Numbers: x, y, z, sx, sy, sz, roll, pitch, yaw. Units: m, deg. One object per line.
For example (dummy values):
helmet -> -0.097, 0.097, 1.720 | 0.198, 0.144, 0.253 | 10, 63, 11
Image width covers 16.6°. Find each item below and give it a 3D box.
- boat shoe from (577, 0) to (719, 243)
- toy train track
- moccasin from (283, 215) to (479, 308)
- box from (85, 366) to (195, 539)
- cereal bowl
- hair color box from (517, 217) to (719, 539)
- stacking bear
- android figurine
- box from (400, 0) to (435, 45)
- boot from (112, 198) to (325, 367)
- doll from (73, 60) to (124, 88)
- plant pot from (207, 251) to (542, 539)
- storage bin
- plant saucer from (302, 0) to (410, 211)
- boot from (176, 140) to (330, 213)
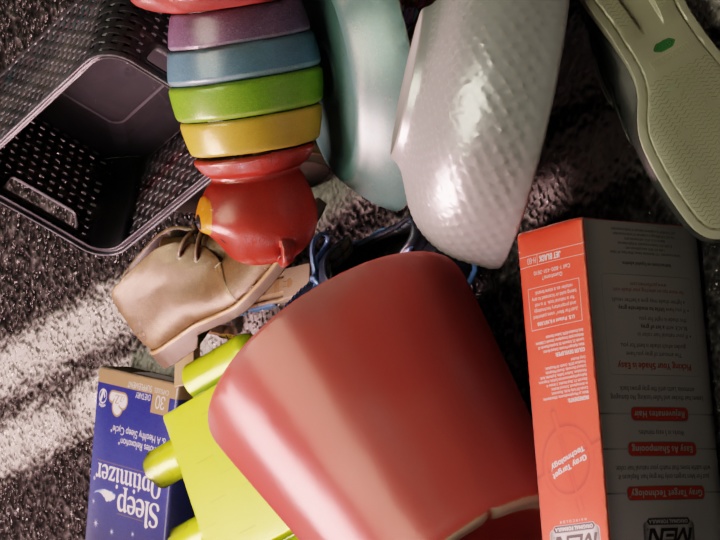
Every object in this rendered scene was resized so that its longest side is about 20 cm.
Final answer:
boat shoe -> 0.184, -0.103, 1.472 | 0.068, 0.071, 0.201 | 87, 162, -68
toy train track -> -0.093, 0.026, 1.852 | 0.199, 0.032, 0.116 | -15, 69, 46
moccasin -> 0.000, 0.000, 1.685 | 0.200, 0.068, 0.081 | -34, 46, 43
box -> -0.172, 0.182, 1.944 | 0.121, 0.032, 0.202 | 7, 95, 53
cereal bowl -> 0.068, -0.107, 1.520 | 0.200, 0.083, 0.202 | -167, 90, -88
hair color box -> 0.154, 0.075, 1.455 | 0.061, 0.101, 0.202 | -16, 75, 49
stacking bear -> -0.077, -0.102, 1.661 | 0.121, 0.113, 0.202 | -169, 69, -66
android figurine -> -0.073, 0.137, 1.784 | 0.199, 0.041, 0.183 | -32, 71, 35
box -> 0.060, -0.239, 1.652 | 0.200, 0.039, 0.137 | -53, 48, 37
boot -> -0.106, -0.006, 1.774 | 0.076, 0.074, 0.200 | 47, 127, -9
doll -> -0.165, -0.165, 1.887 | 0.049, 0.136, 0.200 | 56, 153, 4
plant pot -> 0.028, 0.118, 1.566 | 0.178, 0.199, 0.201 | 55, 130, 26
storage bin -> -0.176, -0.114, 1.789 | 0.200, 0.135, 0.094 | -36, 34, 41
plant saucer -> -0.008, -0.136, 1.673 | 0.200, 0.036, 0.202 | 169, 90, -76
boot -> -0.089, -0.090, 1.822 | 0.199, 0.073, 0.076 | -6, 76, 56
